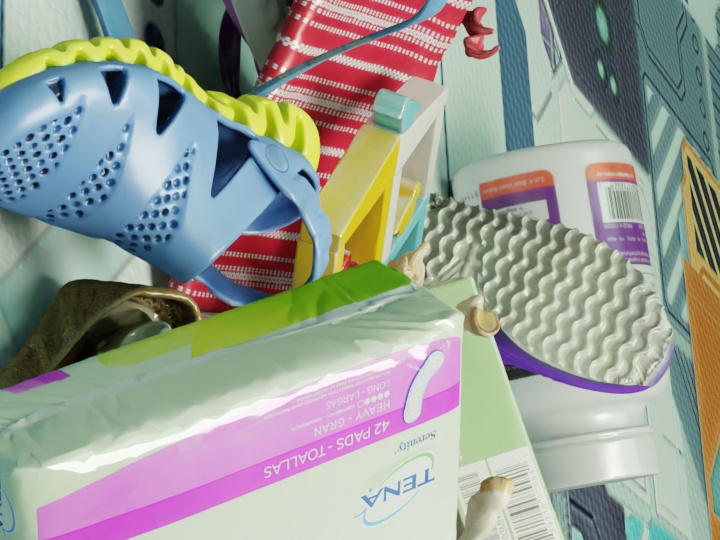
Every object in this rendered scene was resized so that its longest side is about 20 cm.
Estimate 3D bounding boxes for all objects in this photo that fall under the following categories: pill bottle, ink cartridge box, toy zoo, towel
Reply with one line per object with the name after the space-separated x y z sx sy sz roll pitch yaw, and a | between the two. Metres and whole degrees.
0.123 0.030 1.471 0.111 0.111 0.200 11 70 -68 | pill bottle
0.058 0.100 1.186 0.200 0.048 0.146 84 -13 -73 | ink cartridge box
0.000 0.000 1.132 0.131 0.020 0.200 -55 159 -48 | toy zoo
-0.012 -0.067 1.128 0.145 0.022 0.200 12 104 -64 | towel

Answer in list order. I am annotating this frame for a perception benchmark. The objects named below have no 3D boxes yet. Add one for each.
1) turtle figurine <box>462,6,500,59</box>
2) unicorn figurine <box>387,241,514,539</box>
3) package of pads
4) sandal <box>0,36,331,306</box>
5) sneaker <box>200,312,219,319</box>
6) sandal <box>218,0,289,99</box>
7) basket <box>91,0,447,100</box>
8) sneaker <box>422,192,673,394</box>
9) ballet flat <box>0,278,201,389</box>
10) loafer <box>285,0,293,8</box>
-0.003 -0.160 1.270 0.200 0.101 0.150 32 34 -47 | turtle figurine
0.006 0.095 1.045 0.074 0.137 0.200 31 45 -13 | unicorn figurine
-0.051 0.098 0.868 0.200 0.068 0.155 -19 122 -36 | package of pads
-0.076 -0.033 0.969 0.200 0.079 0.087 9 49 -47 | sandal
-0.070 0.094 1.018 0.200 0.079 0.095 -68 162 -55 | sneaker
-0.051 -0.092 1.177 0.203 0.050 0.082 74 3 -46 | sandal
-0.065 -0.169 1.021 0.139 0.176 0.200 -32 96 -53 | basket
0.078 0.017 1.268 0.070 0.200 0.100 -59 153 -15 | sneaker
-0.105 0.060 0.917 0.200 0.072 0.068 -61 134 -60 | ballet flat
-0.026 -0.202 1.160 0.075 0.070 0.200 72 17 -61 | loafer
